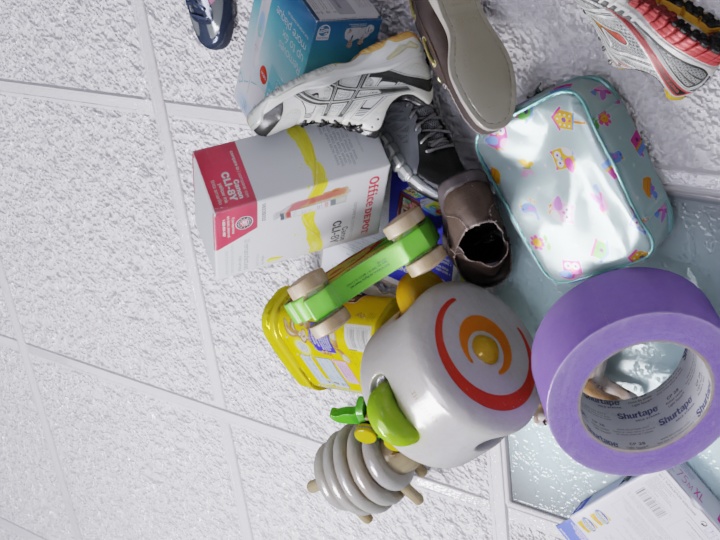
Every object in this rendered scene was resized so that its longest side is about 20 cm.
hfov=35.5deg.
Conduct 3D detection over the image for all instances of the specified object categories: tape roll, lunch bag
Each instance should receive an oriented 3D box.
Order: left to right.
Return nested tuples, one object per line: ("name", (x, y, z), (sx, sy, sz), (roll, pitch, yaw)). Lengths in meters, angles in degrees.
("lunch bag", (0.214, -0.093, 1.150), (0.160, 0.077, 0.201), (-21, 101, 47))
("tape roll", (0.277, 0.103, 1.136), (0.197, 0.085, 0.202), (-1, 121, -2))

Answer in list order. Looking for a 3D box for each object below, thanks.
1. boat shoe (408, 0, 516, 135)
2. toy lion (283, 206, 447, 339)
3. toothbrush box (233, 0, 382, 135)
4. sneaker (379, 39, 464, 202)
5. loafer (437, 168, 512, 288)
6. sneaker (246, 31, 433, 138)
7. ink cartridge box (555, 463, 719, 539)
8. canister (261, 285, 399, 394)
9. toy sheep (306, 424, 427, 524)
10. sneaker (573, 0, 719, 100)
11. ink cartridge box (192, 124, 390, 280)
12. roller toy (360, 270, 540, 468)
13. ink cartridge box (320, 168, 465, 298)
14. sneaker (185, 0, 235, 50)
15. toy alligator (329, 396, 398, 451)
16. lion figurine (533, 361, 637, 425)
("boat shoe", (0.100, -0.222, 1.142), (0.202, 0.071, 0.060), (71, 155, 16))
("toy lion", (0.000, 0.000, 1.276), (0.199, 0.192, 0.069), (-32, 95, 7))
("toothbrush box", (-0.064, -0.234, 1.256), (0.147, 0.084, 0.201), (59, 145, 36))
("sneaker", (0.065, -0.173, 1.214), (0.200, 0.075, 0.116), (50, 132, 23))
("loafer", (0.125, -0.027, 1.210), (0.200, 0.072, 0.072), (58, -167, -58))
("sneaker", (-0.016, -0.169, 1.150), (0.076, 0.198, 0.088), (-146, 33, -81))
("ink cartridge box", (0.331, 0.300, 1.317), (0.120, 0.042, 0.200), (49, 133, 5))
("canister", (-0.011, 0.092, 1.415), (0.199, 0.087, 0.149), (4, 136, 44))
("toy sheep", (0.006, 0.268, 1.510), (0.199, 0.138, 0.139), (-30, 95, 28))
("sneaker", (0.239, -0.230, 1.045), (0.200, 0.078, 0.083), (40, 136, 15))
("ink cartridge box", (-0.076, -0.082, 1.223), (0.146, 0.198, 0.084), (100, 150, -60))
("roller toy", (0.105, 0.111, 1.250), (0.181, 0.202, 0.140), (24, 139, -22))
("ink cartridge box", (0.042, -0.051, 1.346), (0.196, 0.047, 0.202), (24, 131, 26))
("sneaker", (-0.204, -0.354, 1.339), (0.070, 0.082, 0.202), (12, 123, 34))
("toy alligator", (0.059, 0.194, 1.437), (0.198, 0.060, 0.055), (13, 140, 4))
("lion figurine", (0.249, 0.091, 1.247), (0.122, 0.072, 0.202), (23, 117, 34))
